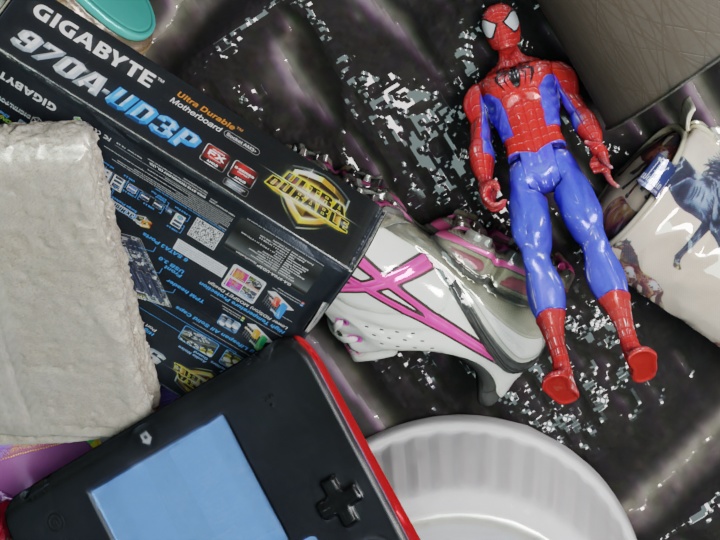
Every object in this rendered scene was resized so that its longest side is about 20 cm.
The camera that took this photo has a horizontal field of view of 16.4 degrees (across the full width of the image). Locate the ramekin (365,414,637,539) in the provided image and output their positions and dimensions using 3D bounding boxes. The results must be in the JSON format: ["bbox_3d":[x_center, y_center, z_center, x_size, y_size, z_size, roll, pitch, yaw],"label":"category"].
[{"bbox_3d":[0.048,0.181,1.243,0.201,0.094,0.204,0,103,1],"label":"ramekin"}]

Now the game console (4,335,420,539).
[{"bbox_3d":[-0.061,0.149,1.185,0.199,0.031,0.178,-30,90,27],"label":"game console"}]

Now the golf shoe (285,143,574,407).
[{"bbox_3d":[0.000,0.000,1.216,0.199,0.073,0.093,23,103,-5],"label":"golf shoe"}]

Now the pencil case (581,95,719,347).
[{"bbox_3d":[0.209,0.007,1.213,0.199,0.078,0.090,34,115,-6],"label":"pencil case"}]

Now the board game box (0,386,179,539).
[{"bbox_3d":[-0.140,0.146,1.263,0.157,0.039,0.201,32,101,-6],"label":"board game box"}]

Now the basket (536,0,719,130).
[{"bbox_3d":[0.119,-0.192,1.144,0.200,0.136,0.180,52,137,-2],"label":"basket"}]

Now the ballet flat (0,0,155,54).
[{"bbox_3d":[-0.183,-0.169,1.191,0.072,0.068,0.200,-36,100,28],"label":"ballet flat"}]

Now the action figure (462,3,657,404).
[{"bbox_3d":[0.089,-0.040,1.177,0.065,0.052,0.201,-19,62,8],"label":"action figure"}]

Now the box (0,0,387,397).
[{"bbox_3d":[-0.106,-0.025,1.176,0.199,0.046,0.159,31,141,-3],"label":"box"}]

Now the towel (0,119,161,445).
[{"bbox_3d":[-0.170,0.008,1.161,0.131,0.035,0.201,-3,135,4],"label":"towel"}]
